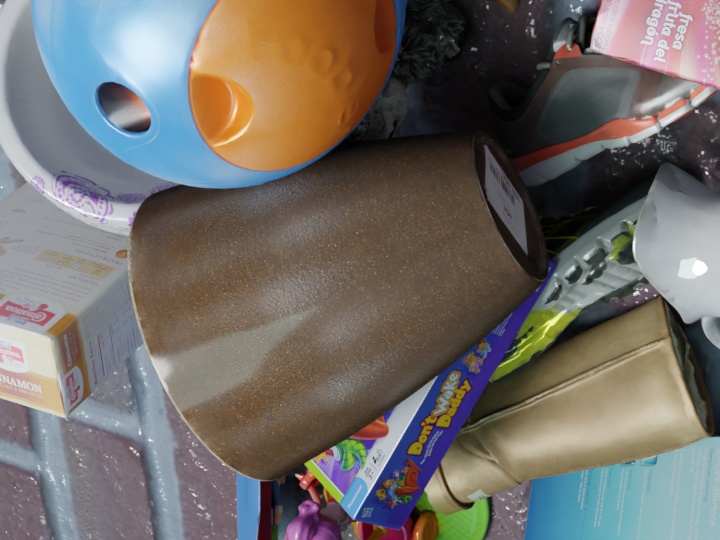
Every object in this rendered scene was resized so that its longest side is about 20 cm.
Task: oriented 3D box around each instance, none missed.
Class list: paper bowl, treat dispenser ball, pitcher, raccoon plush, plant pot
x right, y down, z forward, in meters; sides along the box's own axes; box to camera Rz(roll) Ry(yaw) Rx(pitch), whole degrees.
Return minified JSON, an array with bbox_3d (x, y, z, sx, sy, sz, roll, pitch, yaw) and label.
[{"bbox_3d":[-0.142,-0.122,1.055,0.201,0.201,0.104,37,174,5],"label":"paper bowl"},{"bbox_3d":[-0.075,-0.145,0.844,0.200,0.201,0.201,17,128,22],"label":"treat dispenser ball"},{"bbox_3d":[0.281,0.012,0.922,0.200,0.121,0.172,7,152,34],"label":"pitcher"},{"bbox_3d":[-0.027,-0.157,0.972,0.097,0.134,0.200,-30,99,46],"label":"raccoon plush"},{"bbox_3d":[0.000,0.000,0.913,0.200,0.187,0.187,-24,107,21],"label":"plant pot"}]

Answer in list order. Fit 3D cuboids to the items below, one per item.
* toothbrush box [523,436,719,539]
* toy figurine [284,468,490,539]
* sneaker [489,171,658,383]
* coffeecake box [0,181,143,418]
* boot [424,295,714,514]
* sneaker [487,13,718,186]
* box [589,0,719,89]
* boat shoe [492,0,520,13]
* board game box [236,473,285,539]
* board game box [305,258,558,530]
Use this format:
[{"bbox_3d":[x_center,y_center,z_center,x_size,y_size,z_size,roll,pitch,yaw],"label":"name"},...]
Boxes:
[{"bbox_3d":[0.213,0.191,1.045,0.200,0.147,0.085,-7,152,35],"label":"toothbrush box"},{"bbox_3d":[-0.009,0.195,1.175,0.150,0.184,0.200,9,124,27],"label":"toy figurine"},{"bbox_3d":[0.121,-0.011,1.014,0.200,0.074,0.085,-37,55,20],"label":"sneaker"},{"bbox_3d":[-0.227,0.009,1.173,0.153,0.200,0.073,14,127,25],"label":"coffeecake box"},{"bbox_3d":[0.124,0.063,1.076,0.200,0.066,0.176,-24,75,26],"label":"boot"},{"bbox_3d":[0.150,-0.118,0.933,0.200,0.077,0.082,-26,96,40],"label":"sneaker"},{"bbox_3d":[0.196,-0.198,0.792,0.095,0.100,0.200,20,111,18],"label":"box"},{"bbox_3d":[0.033,-0.238,0.927,0.200,0.070,0.070,40,93,-6],"label":"boat shoe"},{"bbox_3d":[-0.072,0.175,1.252,0.039,0.158,0.200,0,128,-9],"label":"board game box"},{"bbox_3d":[0.025,0.046,1.017,0.134,0.045,0.200,41,106,47],"label":"board game box"}]
